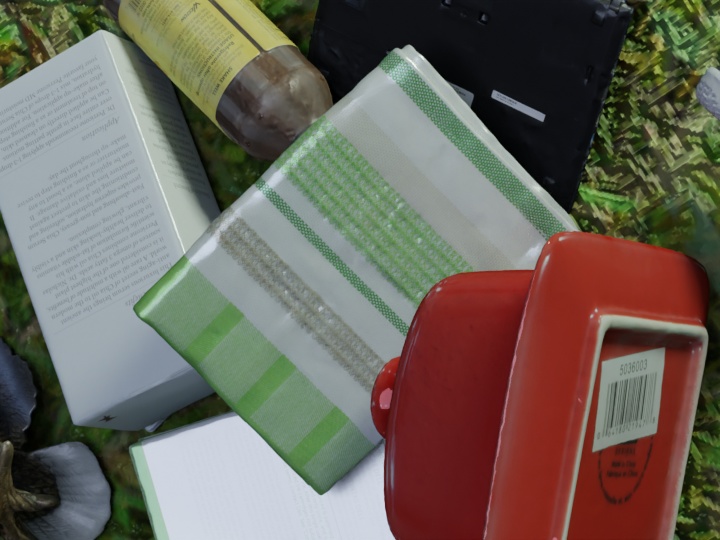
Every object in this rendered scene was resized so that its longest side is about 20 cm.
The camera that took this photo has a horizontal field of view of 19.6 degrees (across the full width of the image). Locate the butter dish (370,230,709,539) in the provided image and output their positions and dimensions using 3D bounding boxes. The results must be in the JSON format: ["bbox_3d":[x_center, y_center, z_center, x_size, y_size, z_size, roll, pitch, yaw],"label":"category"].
[{"bbox_3d":[0.072,0.075,1.039,0.148,0.200,0.200,12,92,33],"label":"butter dish"}]

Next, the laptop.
[{"bbox_3d":[0.083,-0.165,1.135,0.177,0.103,0.200,27,124,21],"label":"laptop"}]

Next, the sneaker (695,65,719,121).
[{"bbox_3d":[0.273,-0.088,1.023,0.200,0.075,0.114,24,96,15],"label":"sneaker"}]

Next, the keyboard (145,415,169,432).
[{"bbox_3d":[-0.070,0.007,1.191,0.200,0.011,0.056,-44,78,15],"label":"keyboard"}]

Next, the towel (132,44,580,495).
[{"bbox_3d":[0.000,0.000,1.099,0.200,0.031,0.149,-43,100,1],"label":"towel"}]

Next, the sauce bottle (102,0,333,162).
[{"bbox_3d":[-0.062,-0.105,1.156,0.065,0.065,0.200,-48,68,13],"label":"sauce bottle"}]

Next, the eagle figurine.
[{"bbox_3d":[-0.256,0.100,1.216,0.152,0.151,0.200,-32,36,-22],"label":"eagle figurine"}]

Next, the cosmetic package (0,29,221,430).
[{"bbox_3d":[-0.135,-0.021,1.175,0.101,0.071,0.200,-27,73,19],"label":"cosmetic package"}]

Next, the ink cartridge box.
[{"bbox_3d":[-0.012,0.134,1.143,0.200,0.048,0.146,-18,82,5],"label":"ink cartridge box"}]
